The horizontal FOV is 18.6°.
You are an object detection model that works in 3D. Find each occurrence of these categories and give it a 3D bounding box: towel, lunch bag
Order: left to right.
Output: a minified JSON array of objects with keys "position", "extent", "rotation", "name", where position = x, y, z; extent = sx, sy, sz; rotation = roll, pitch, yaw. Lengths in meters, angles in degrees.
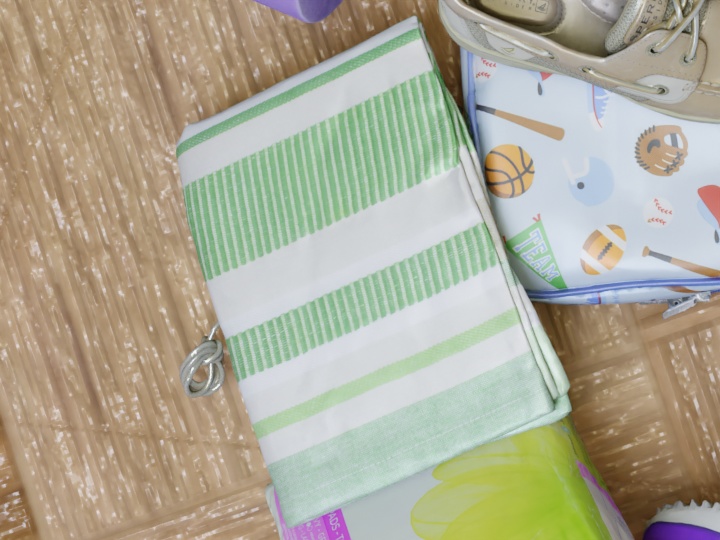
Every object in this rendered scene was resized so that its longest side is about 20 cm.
[{"position":[0.000,0.000,1.040],"extent":[0.152,0.023,0.202],"rotation":[-23,78,17],"name":"towel"},{"position":[0.131,-0.076,1.070],"extent":[0.159,0.076,0.202],"rotation":[-5,88,7],"name":"lunch bag"}]

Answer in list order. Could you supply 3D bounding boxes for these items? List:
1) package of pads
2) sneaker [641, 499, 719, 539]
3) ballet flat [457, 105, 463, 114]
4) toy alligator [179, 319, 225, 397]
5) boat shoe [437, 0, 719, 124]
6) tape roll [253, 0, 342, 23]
[{"position":[0.048,0.135,1.023],"extent":[0.154,0.200,0.068],"rotation":[-31,125,5],"name":"package of pads"},{"position":[0.198,0.176,1.012],"extent":[0.199,0.069,0.100],"rotation":[19,80,44],"name":"sneaker"},{"position":[-0.008,0.001,1.085],"extent":[0.046,0.067,0.201],"rotation":[22,101,-8],"name":"ballet flat"},{"position":[-0.046,-0.032,1.112],"extent":[0.201,0.059,0.054],"rotation":[-58,39,6],"name":"toy alligator"},{"position":[0.131,-0.113,1.003],"extent":[0.198,0.065,0.073],"rotation":[13,88,6],"name":"boat shoe"},{"position":[-0.025,-0.225,1.034],"extent":[0.084,0.200,0.201],"rotation":[23,93,9],"name":"tape roll"}]
